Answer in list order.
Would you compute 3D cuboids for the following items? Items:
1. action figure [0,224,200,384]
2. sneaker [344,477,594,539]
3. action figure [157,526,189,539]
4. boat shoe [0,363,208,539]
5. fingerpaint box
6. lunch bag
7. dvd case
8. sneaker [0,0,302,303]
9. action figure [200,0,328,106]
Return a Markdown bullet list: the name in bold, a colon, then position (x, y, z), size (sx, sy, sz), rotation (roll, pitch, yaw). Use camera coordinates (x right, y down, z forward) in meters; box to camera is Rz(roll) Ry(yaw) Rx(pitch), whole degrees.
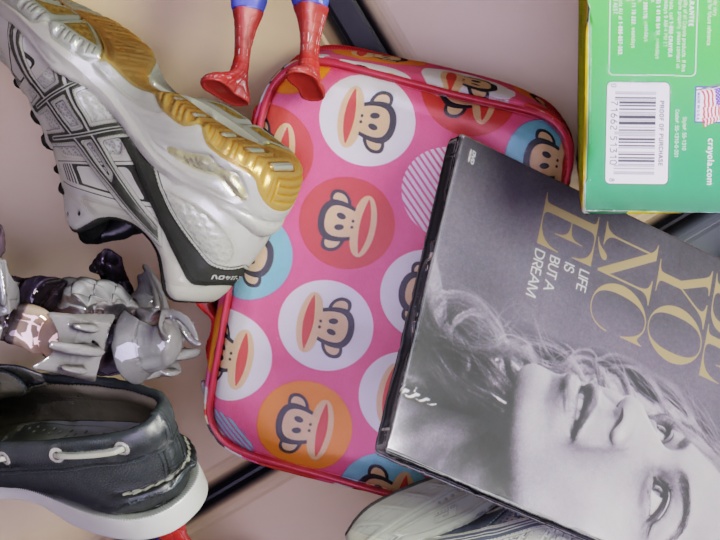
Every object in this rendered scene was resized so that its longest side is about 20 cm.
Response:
- **action figure**: position (-0.155, 0.011, 1.151), size (0.199, 0.130, 0.070), rotation (13, 82, 31)
- **sneaker**: position (0.092, 0.122, 1.144), size (0.199, 0.086, 0.078), rotation (-27, 137, -17)
- **action figure**: position (-0.141, 0.148, 1.194), size (0.099, 0.199, 0.065), rotation (55, 139, 31)
- **boat shoe**: position (-0.161, 0.071, 1.176), size (0.199, 0.076, 0.061), rotation (4, 128, 26)
- **fingerpaint box**: position (0.132, -0.135, 1.113), size (0.073, 0.167, 0.202), rotation (1, 99, 4)
- **lunch bag**: position (0.000, 0.000, 1.184), size (0.175, 0.082, 0.202), rotation (14, 100, 0)
- **dvd case**: position (0.108, 0.046, 1.119), size (0.199, 0.016, 0.150), rotation (24, 66, -23)
- **sneaker**: position (-0.120, -0.060, 1.151), size (0.200, 0.075, 0.088), rotation (39, 108, 29)
- **action figure**: position (-0.045, -0.185, 1.126), size (0.065, 0.099, 0.202), rotation (-3, 71, 19)
